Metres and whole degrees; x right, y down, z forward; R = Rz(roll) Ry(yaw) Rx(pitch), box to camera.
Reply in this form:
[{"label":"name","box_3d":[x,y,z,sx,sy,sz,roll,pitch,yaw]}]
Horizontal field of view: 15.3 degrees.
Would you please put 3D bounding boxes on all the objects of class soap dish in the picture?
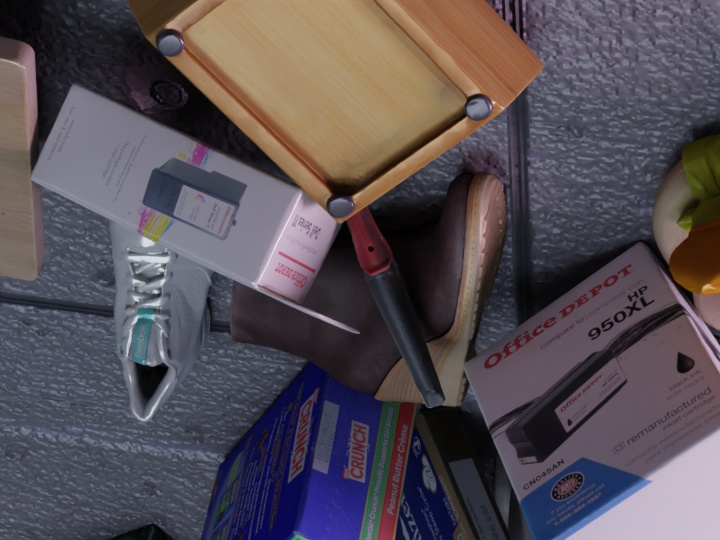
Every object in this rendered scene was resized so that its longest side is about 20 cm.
[{"label":"soap dish","box_3d":[-0.017,-0.131,1.516,0.157,0.081,0.200,-33,118,26]}]

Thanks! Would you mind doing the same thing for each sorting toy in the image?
[{"label":"sorting toy","box_3d":[-0.286,-0.101,1.632,0.199,0.070,0.199,12,141,6]}]

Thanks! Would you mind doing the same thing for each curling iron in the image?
[{"label":"curling iron","box_3d":[0.016,-0.011,1.634,0.049,0.026,0.201,-10,100,33]}]

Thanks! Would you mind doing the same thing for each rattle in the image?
[{"label":"rattle","box_3d":[0.237,0.026,1.594,0.129,0.143,0.201,-4,133,-3]}]

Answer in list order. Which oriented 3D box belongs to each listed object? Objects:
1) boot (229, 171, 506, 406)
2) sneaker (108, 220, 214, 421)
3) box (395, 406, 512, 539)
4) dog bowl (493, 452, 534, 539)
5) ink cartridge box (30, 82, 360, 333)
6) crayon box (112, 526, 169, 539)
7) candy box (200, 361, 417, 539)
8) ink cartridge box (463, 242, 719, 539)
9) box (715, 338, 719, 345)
[{"label":"boot","box_3d":[0.000,0.000,1.695,0.166,0.072,0.201,18,133,8]},{"label":"sneaker","box_3d":[-0.133,0.017,1.746,0.075,0.089,0.201,9,137,10]},{"label":"box","box_3d":[0.055,0.203,1.872,0.032,0.121,0.200,-10,145,-19]},{"label":"dog bowl","box_3d":[0.131,0.203,1.792,0.058,0.201,0.201,-3,140,-5]},{"label":"ink cartridge box","box_3d":[-0.085,-0.036,1.610,0.199,0.068,0.117,26,179,14]},{"label":"crayon box","box_3d":[-0.228,0.283,2.054,0.200,0.127,0.051,-24,125,37]},{"label":"candy box","box_3d":[-0.043,0.167,1.823,0.077,0.170,0.200,24,140,-14]},{"label":"ink cartridge box","box_3d":[0.159,0.095,1.615,0.144,0.200,0.084,-34,122,8]},{"label":"box","box_3d":[0.229,0.145,1.679,0.116,0.201,0.060,24,139,-6]}]
